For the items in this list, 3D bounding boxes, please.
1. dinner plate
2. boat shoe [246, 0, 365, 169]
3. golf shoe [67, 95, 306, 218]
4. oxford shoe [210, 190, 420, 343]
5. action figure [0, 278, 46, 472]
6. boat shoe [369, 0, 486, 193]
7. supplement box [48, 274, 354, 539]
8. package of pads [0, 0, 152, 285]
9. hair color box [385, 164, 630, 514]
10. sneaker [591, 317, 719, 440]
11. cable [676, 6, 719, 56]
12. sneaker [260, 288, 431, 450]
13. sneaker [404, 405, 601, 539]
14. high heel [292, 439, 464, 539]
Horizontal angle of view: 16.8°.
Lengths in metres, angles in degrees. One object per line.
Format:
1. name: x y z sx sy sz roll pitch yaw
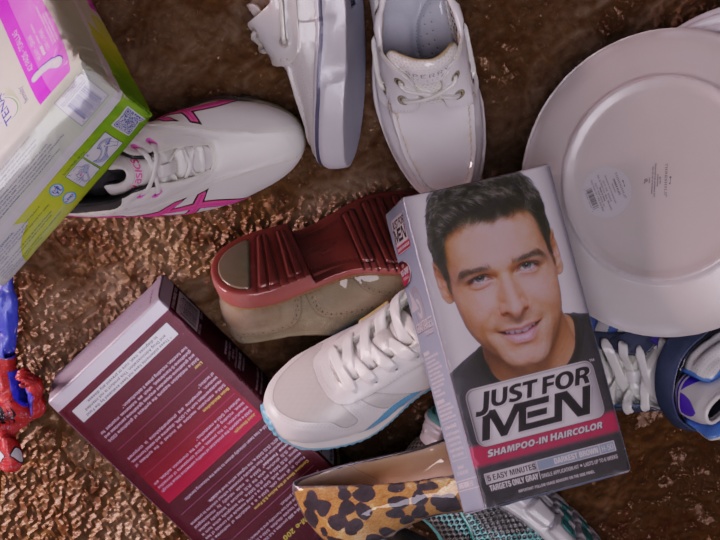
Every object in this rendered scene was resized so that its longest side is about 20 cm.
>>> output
1. dinner plate: 0.195 -0.058 1.553 0.200 0.024 0.201 -3 82 22
2. boat shoe: -0.038 -0.165 1.581 0.070 0.071 0.200 0 107 13
3. golf shoe: -0.133 -0.065 1.590 0.200 0.092 0.073 -9 106 -1
4. oxford shoe: 0.000 0.000 1.639 0.200 0.071 0.075 -10 138 -5
5. action figure: -0.249 0.049 1.617 0.065 0.099 0.200 -7 109 1
6. boat shoe: 0.039 -0.136 1.585 0.071 0.069 0.200 -13 105 1
7. supplement box: -0.103 0.113 1.658 0.109 0.061 0.200 -42 103 10
8. package of pads: -0.219 -0.097 1.520 0.068 0.200 0.155 35 103 -31
9. hair color box: 0.092 0.043 1.537 0.099 0.061 0.200 -14 84 -12
10. sneaker: 0.189 0.067 1.612 0.200 0.146 0.081 -9 106 -1
11. cable: 0.262 -0.076 1.579 0.200 0.069 0.200 43 100 21
12. sneaker: 0.024 0.050 1.605 0.200 0.077 0.081 -25 151 -8
13. sneaker: 0.098 0.185 1.687 0.200 0.078 0.091 43 104 -4
14. high heel: 0.051 0.107 1.598 0.142 0.071 0.200 25 102 -5
